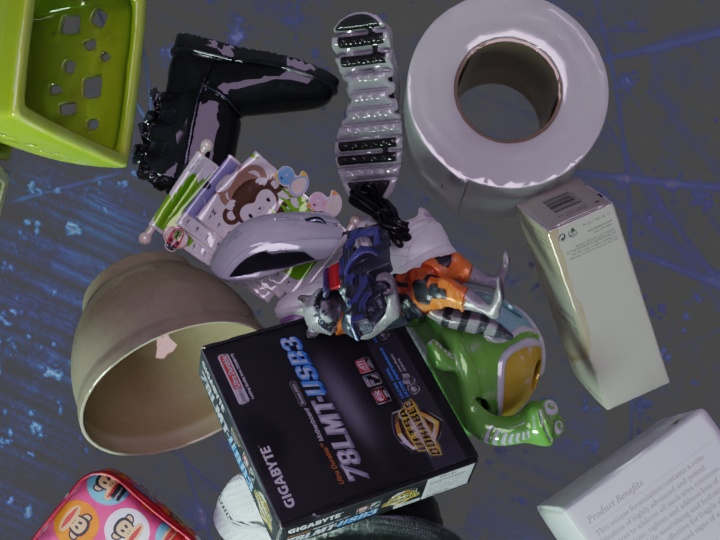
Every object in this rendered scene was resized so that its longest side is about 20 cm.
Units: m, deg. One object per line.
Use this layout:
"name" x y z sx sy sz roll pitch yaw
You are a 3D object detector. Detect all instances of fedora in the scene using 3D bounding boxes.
"fedora" 0.011 0.263 1.305 0.199 0.201 0.092 5 44 0

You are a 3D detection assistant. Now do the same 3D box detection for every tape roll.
"tape roll" 0.143 -0.165 1.369 0.201 0.139 0.204 0 81 0

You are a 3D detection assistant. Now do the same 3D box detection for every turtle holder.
"turtle holder" 0.117 0.091 1.306 0.131 0.185 0.142 -15 103 -21

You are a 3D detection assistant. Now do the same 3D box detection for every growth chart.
"growth chart" -0.108 -0.048 1.374 0.199 0.018 0.145 29 89 -17

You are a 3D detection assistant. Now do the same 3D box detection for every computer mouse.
"computer mouse" -0.056 -0.039 1.330 0.199 0.110 0.044 -16 125 -8

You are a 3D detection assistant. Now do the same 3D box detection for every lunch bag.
"lunch bag" -0.251 0.315 1.314 0.176 0.082 0.200 38 83 2

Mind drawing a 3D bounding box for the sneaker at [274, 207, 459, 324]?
"sneaker" 0.000 0.000 1.382 0.199 0.075 0.100 -21 67 -8

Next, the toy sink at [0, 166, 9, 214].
"toy sink" -0.429 -0.065 1.315 0.111 0.200 0.131 11 79 2

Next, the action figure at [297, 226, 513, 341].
"action figure" 0.037 0.036 1.211 0.192 0.200 0.105 -6 116 11

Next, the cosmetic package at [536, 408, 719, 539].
"cosmetic package" 0.302 0.264 1.281 0.167 0.166 0.200 -33 83 -6

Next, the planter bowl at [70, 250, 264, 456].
"planter bowl" -0.197 0.068 1.312 0.199 0.201 0.135 -26 56 -5

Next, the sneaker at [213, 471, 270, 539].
"sneaker" -0.059 0.197 1.339 0.075 0.115 0.200 47 117 8

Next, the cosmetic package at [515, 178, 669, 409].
"cosmetic package" 0.227 0.022 1.313 0.073 0.104 0.201 -23 110 -4

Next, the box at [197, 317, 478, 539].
"box" -0.023 0.133 1.227 0.197 0.050 0.201 -13 55 -23

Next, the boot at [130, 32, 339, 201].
"boot" -0.134 -0.150 1.398 0.197 0.073 0.163 14 80 5

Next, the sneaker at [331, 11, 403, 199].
"sneaker" 0.015 -0.169 1.401 0.075 0.081 0.201 3 101 15

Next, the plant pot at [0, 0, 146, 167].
"plant pot" -0.346 -0.217 1.338 0.180 0.200 0.200 0 79 24
